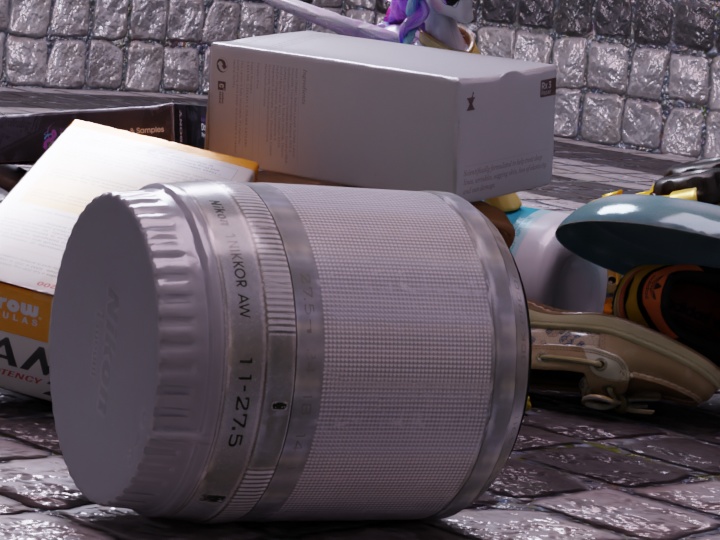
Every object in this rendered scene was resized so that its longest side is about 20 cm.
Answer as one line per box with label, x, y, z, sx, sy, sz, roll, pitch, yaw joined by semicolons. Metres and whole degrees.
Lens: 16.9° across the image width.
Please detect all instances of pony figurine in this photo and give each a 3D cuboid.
pony figurine;0.032;-0.150;1.659;0.166;0.201;0.193;-21;28;-34

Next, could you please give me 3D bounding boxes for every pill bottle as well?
pill bottle;0.063;0.003;1.695;0.199;0.111;0.111;10;9;31

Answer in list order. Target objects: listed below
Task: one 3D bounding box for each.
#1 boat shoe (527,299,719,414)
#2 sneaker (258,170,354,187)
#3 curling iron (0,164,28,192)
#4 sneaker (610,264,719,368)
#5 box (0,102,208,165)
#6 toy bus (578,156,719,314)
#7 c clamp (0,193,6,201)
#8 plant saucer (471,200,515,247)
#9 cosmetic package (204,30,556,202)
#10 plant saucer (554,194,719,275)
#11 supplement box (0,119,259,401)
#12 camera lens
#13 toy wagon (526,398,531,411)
boat shoe;0.132;0.061;1.548;0.199;0.063;0.073;12;-17;24
sneaker;-0.060;-0.024;1.586;0.199;0.100;0.075;0;9;7
curling iron;-0.195;-0.035;1.644;0.199;0.026;0.050;29;-28;-23
sneaker;0.263;0.046;1.555;0.199;0.070;0.090;18;-7;-8
box;-0.156;-0.089;1.628;0.142;0.036;0.200;-3;0;17
toy bus;0.214;-0.010;1.899;0.191;0.137;0.200;-6;6;19
c clamp;-0.208;-0.014;1.610;0.171;0.027;0.200;35;-1;-29
plant saucer;0.000;0.000;1.537;0.199;0.038;0.200;-21;-15;-6
cosmetic package;0.013;-0.099;1.521;0.199;0.082;0.113;14;17;37
plant saucer;0.226;-0.013;1.569;0.199;0.028;0.200;15;-9;3
supplement box;-0.149;-0.003;1.417;0.125;0.074;0.200;14;31;11
camera lens;-0.031;0.039;1.154;0.199;0.161;0.160;2;8;-27
toy wagon;0.016;0.064;1.465;0.199;0.040;0.155;1;9;-33
